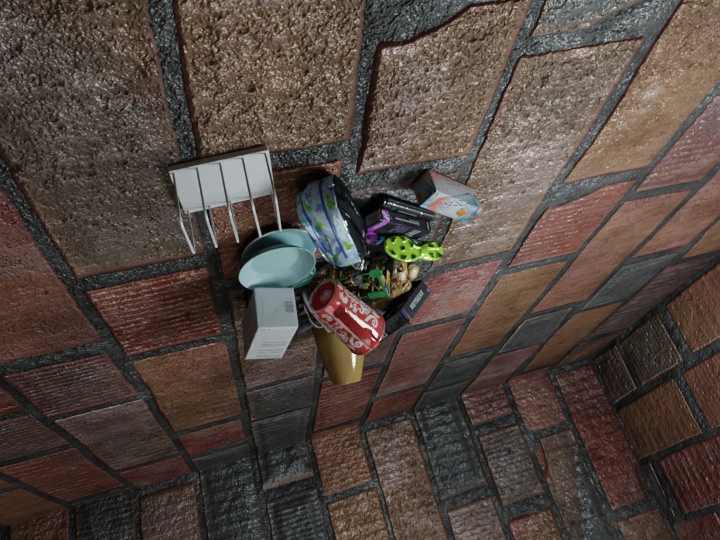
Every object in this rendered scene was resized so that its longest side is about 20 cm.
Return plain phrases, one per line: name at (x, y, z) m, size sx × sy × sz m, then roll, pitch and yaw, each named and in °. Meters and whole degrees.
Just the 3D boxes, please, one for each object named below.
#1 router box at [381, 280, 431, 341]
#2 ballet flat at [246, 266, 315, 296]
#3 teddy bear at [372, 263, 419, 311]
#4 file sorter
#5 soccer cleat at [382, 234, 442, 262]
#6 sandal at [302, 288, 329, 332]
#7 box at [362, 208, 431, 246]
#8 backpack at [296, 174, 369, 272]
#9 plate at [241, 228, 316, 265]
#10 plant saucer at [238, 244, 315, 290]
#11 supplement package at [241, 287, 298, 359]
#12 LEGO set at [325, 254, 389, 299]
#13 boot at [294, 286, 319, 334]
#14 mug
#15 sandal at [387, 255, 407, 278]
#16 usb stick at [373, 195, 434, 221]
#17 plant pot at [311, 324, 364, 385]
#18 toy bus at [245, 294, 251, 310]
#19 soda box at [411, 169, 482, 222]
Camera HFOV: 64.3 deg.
router box at (0.133, 0.131, 1.857) m, size 0.156 × 0.053 × 0.200 m, roll -40°, pitch -177°, yaw 35°
ballet flat at (-0.209, 0.034, 1.549) m, size 0.194 × 0.069 × 0.071 m, roll -19°, pitch 161°, yaw 2°
teddy bear at (0.105, 0.045, 1.789) m, size 0.142 × 0.067 × 0.202 m, roll -27°, pitch 158°, yaw -27°
file sorter at (-0.259, -0.134, 1.135) m, size 0.193 × 0.128 × 0.140 m, roll -14°, pitch 154°, yaw -10°
soccer cleat at (0.129, -0.053, 1.499) m, size 0.195 × 0.070 × 0.080 m, roll 4°, pitch 177°, yaw -34°
sandal at (-0.130, 0.128, 1.634) m, size 0.049 × 0.084 × 0.204 m, roll -26°, pitch 142°, yaw 4°
box at (0.070, -0.104, 1.472) m, size 0.196 × 0.037 × 0.141 m, roll 6°, pitch 160°, yaw -43°
backpack at (-0.060, -0.114, 1.279) m, size 0.148 × 0.168 × 0.202 m, roll -4°, pitch 147°, yaw 4°
plate at (-0.204, -0.054, 1.433) m, size 0.193 × 0.026 × 0.202 m, roll -15°, pitch 153°, yaw -7°
plant saucer at (-0.210, -0.016, 1.428) m, size 0.194 × 0.040 × 0.203 m, roll -16°, pitch 154°, yaw -8°
supplement package at (-0.245, 0.144, 1.524) m, size 0.106 × 0.117 × 0.201 m, roll 1°, pitch 150°, yaw -22°
LEGO set at (0.000, 0.000, 1.609) m, size 0.195 × 0.119 × 0.154 m, roll -16°, pitch 137°, yaw 25°
boot at (-0.159, 0.081, 1.676) m, size 0.163 × 0.065 × 0.203 m, roll -38°, pitch 142°, yaw -18°
mug at (-0.027, 0.121, 1.555) m, size 0.174 × 0.136 × 0.200 m, roll -4°, pitch 142°, yaw 48°
sandal at (0.104, -0.022, 1.592) m, size 0.052 × 0.083 × 0.200 m, roll -8°, pitch 179°, yaw 8°
usb stick at (0.113, -0.152, 1.454) m, size 0.196 × 0.034 × 0.055 m, roll 9°, pitch 151°, yaw -44°
plant pot at (-0.059, 0.262, 1.863) m, size 0.179 × 0.208 × 0.186 m, roll -9°, pitch 174°, yaw -1°
toy bus at (-0.272, 0.118, 1.664) m, size 0.076 × 0.067 × 0.200 m, roll -22°, pitch 154°, yaw 11°
soda box at (0.217, -0.182, 1.422) m, size 0.196 × 0.070 × 0.063 m, roll 11°, pitch 142°, yaw -43°
